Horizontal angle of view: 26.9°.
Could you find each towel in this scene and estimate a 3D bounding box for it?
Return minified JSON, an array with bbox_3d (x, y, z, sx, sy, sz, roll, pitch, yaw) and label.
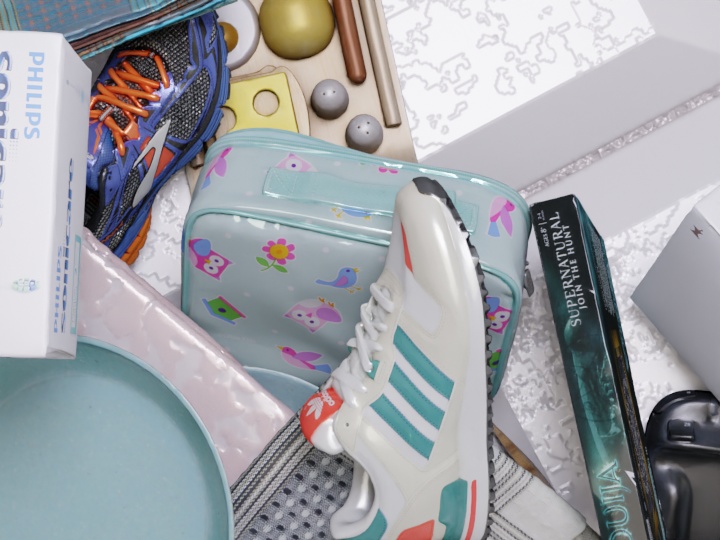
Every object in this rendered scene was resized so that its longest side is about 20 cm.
[{"bbox_3d":[-0.163,-0.197,0.877,0.146,0.022,0.200,-23,51,-3],"label":"towel"},{"bbox_3d":[-0.151,0.108,0.865,0.191,0.032,0.200,39,99,-1],"label":"towel"},{"bbox_3d":[0.014,0.167,0.846,0.200,0.035,0.193,39,99,-17],"label":"towel"}]

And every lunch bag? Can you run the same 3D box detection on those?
[{"bbox_3d":[0.000,0.000,0.853,0.199,0.161,0.077,11,49,3],"label":"lunch bag"}]

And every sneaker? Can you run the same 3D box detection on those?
[{"bbox_3d":[0.015,0.054,0.759,0.093,0.070,0.200,-7,112,-7],"label":"sneaker"},{"bbox_3d":[-0.140,-0.074,0.871,0.075,0.078,0.200,30,104,19],"label":"sneaker"}]

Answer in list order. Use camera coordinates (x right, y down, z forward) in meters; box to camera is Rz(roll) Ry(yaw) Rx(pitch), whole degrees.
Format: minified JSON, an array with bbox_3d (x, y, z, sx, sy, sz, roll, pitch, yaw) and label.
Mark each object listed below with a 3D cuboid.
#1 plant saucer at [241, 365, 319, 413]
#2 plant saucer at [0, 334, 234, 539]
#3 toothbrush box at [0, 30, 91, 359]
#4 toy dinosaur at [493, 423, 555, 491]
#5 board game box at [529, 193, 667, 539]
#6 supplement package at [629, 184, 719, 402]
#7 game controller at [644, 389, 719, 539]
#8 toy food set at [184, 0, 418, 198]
[{"bbox_3d":[-0.069,0.154,0.899,0.200,0.039,0.202,0,95,5],"label":"plant saucer"},{"bbox_3d":[-0.157,0.132,0.823,0.199,0.036,0.201,1,93,16],"label":"plant saucer"},{"bbox_3d":[-0.231,-0.035,0.695,0.199,0.085,0.147,2,86,-1],"label":"toothbrush box"},{"bbox_3d":[0.121,0.197,0.893,0.106,0.060,0.201,6,87,2],"label":"toy dinosaur"},{"bbox_3d":[0.137,0.068,0.848,0.028,0.135,0.201,-13,77,13],"label":"board game box"},{"bbox_3d":[0.267,0.036,0.829,0.111,0.156,0.200,-35,76,-14],"label":"supplement package"},{"bbox_3d":[0.268,0.134,0.912,0.199,0.042,0.105,8,102,1],"label":"game controller"},{"bbox_3d":[-0.052,-0.135,0.911,0.143,0.060,0.201,-12,87,0],"label":"toy food set"}]
